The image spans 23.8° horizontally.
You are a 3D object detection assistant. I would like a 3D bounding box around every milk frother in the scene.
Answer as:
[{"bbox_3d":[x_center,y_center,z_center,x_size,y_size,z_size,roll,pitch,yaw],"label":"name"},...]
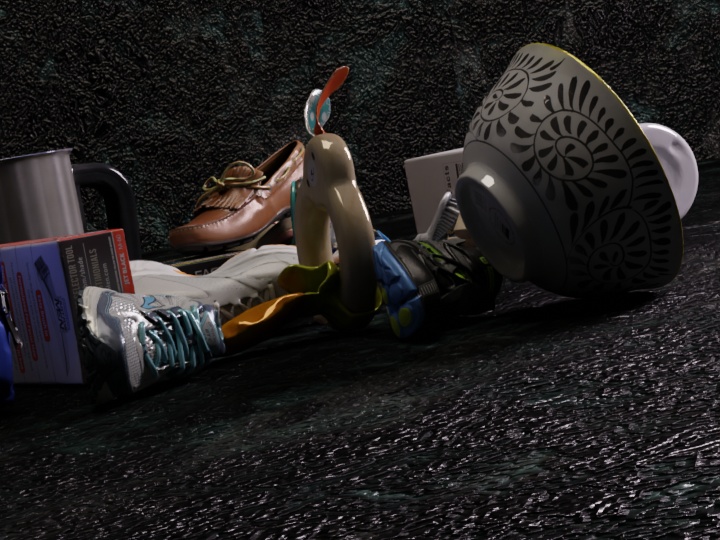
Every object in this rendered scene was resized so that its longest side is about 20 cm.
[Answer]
[{"bbox_3d":[-0.346,-0.025,1.799,0.200,0.189,0.180,-6,5,42],"label":"milk frother"}]

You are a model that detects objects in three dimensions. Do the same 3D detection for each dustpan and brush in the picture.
[{"bbox_3d":[0.075,-0.033,1.652,0.057,0.140,0.200,30,-28,4],"label":"dustpan and brush"}]

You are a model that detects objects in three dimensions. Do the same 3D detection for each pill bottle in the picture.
[{"bbox_3d":[0.267,-0.097,1.846,0.113,0.114,0.200,-11,5,-19],"label":"pill bottle"}]

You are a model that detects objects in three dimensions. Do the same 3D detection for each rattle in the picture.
[{"bbox_3d":[-0.063,-0.047,1.312,0.142,0.201,0.130,-9,9,-4],"label":"rattle"}]

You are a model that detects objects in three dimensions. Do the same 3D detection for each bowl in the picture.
[{"bbox_3d":[0.130,-0.052,1.219,0.094,0.201,0.201,-31,11,-17],"label":"bowl"}]

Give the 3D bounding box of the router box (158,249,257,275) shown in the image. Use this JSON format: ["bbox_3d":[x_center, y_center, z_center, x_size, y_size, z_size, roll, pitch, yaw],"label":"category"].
[{"bbox_3d":[-0.192,0.026,1.607,0.200,0.062,0.150,-12,4,-26],"label":"router box"}]

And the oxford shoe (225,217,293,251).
[{"bbox_3d":[-0.104,-0.028,1.766,0.070,0.075,0.200,-14,-10,-26],"label":"oxford shoe"}]

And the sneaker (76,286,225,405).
[{"bbox_3d":[-0.140,0.043,1.175,0.086,0.078,0.200,-6,4,4],"label":"sneaker"}]

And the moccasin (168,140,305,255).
[{"bbox_3d":[-0.112,-0.072,1.655,0.074,0.078,0.201,-5,20,47],"label":"moccasin"}]

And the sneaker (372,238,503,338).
[{"bbox_3d":[0.060,0.003,1.254,0.083,0.071,0.200,-15,0,13],"label":"sneaker"}]

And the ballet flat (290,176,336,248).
[{"bbox_3d":[-0.035,-0.032,1.618,0.072,0.072,0.200,-10,-24,-9],"label":"ballet flat"}]

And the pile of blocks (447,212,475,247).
[{"bbox_3d":[0.111,-0.025,1.403,0.082,0.062,0.200,18,-31,4],"label":"pile of blocks"}]

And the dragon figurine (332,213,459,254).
[{"bbox_3d":[0.000,0.000,1.516,0.200,0.059,0.099,-14,6,7],"label":"dragon figurine"}]

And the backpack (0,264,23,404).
[{"bbox_3d":[-0.326,0.009,1.200,0.168,0.201,0.162,-6,5,43],"label":"backpack"}]

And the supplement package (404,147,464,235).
[{"bbox_3d":[0.159,-0.072,1.712,0.121,0.120,0.200,-15,6,-38],"label":"supplement package"}]

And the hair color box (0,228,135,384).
[{"bbox_3d":[-0.253,0.031,1.351,0.064,0.111,0.200,-13,6,-38],"label":"hair color box"}]

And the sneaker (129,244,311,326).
[{"bbox_3d":[-0.115,0.034,1.385,0.199,0.076,0.092,-7,25,1],"label":"sneaker"}]

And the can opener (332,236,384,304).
[{"bbox_3d":[-0.062,0.019,1.450,0.200,0.067,0.053,-17,-9,12],"label":"can opener"}]
